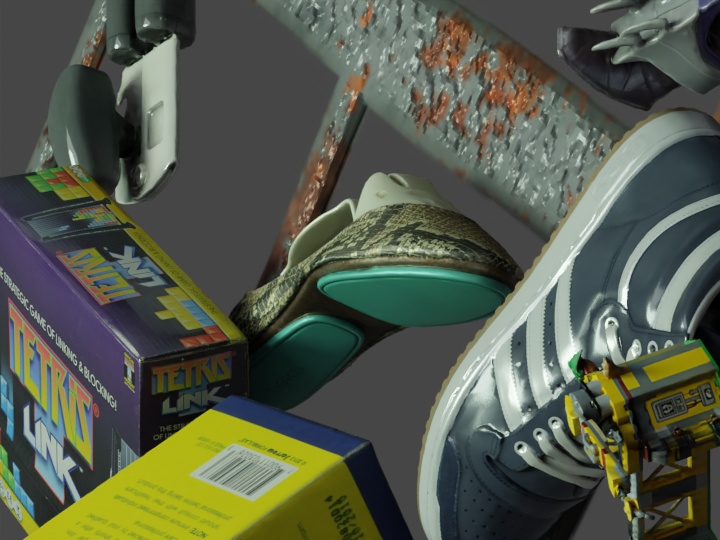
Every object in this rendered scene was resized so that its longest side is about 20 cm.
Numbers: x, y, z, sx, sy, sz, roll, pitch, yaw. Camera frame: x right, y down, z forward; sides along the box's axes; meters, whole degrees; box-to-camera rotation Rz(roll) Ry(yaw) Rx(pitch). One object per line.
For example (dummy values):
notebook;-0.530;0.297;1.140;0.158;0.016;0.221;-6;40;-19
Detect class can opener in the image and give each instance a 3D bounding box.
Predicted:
can opener;-0.119;-0.128;1.432;0.053;0.067;0.200;-29;56;47

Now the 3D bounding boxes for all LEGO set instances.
LEGO set;0.091;0.131;0.947;0.154;0.116;0.200;87;161;-54

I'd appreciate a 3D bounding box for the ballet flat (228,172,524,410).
ballet flat;0.000;0.000;1.221;0.200;0.068;0.075;-29;46;52

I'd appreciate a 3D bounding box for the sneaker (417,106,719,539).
sneaker;0.095;0.048;1.055;0.200;0.070;0.109;-60;35;17

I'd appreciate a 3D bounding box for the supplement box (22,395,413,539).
supplement box;-0.079;0.154;1.137;0.109;0.200;0.109;14;133;56

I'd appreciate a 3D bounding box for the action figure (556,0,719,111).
action figure;0.167;-0.117;1.005;0.200;0.069;0.130;-24;41;41

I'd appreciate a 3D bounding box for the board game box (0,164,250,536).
board game box;-0.116;0.066;1.317;0.200;0.057;0.166;41;137;53
